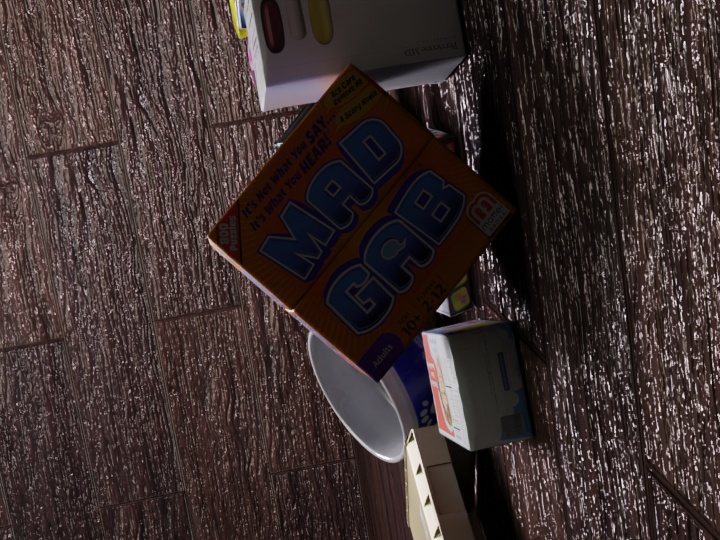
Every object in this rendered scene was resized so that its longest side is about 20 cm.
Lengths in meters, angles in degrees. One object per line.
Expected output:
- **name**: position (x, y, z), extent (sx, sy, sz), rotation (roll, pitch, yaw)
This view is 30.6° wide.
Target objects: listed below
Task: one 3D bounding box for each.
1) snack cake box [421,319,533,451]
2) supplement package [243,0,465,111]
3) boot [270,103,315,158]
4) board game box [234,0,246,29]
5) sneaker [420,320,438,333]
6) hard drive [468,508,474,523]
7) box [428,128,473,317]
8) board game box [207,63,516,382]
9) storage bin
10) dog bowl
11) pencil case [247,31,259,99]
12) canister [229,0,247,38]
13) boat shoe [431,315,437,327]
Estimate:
- **snack cake box**: position (0.116, 0.114, 1.351), extent (0.200, 0.066, 0.116), rotation (164, 94, -85)
- **supplement package**: position (-0.010, -0.238, 1.317), extent (0.156, 0.198, 0.112), rotation (163, 96, -84)
- **boot**: position (-0.036, -0.206, 1.695), extent (0.169, 0.076, 0.200), rotation (-59, 7, -29)
- **board game box**: position (-0.051, -0.335, 1.566), extent (0.127, 0.198, 0.035), rotation (94, 176, -65)
- **sneaker**: position (0.028, 0.056, 1.709), extent (0.088, 0.075, 0.201), rotation (-38, 81, 50)
- **hard drive**: position (0.126, 0.318, 1.782), extent (0.140, 0.033, 0.202), rotation (88, 170, -57)
- **box**: position (0.070, -0.059, 1.459), extent (0.110, 0.034, 0.202), rotation (23, 126, 54)
- **board game box**: position (-0.006, -0.040, 1.244), extent (0.199, 0.200, 0.200), rotation (40, 176, -3)
- **storage bin**: position (0.118, 0.313, 1.558), extent (0.201, 0.093, 0.200), rotation (-105, 8, -45)
- **dog bowl**: position (0.023, 0.135, 1.650), extent (0.200, 0.078, 0.201), rotation (44, 152, 30)
- **pencil case**: position (-0.035, -0.262, 1.533), extent (0.087, 0.198, 0.088), rotation (165, 90, -87)
- **canister**: position (-0.070, -0.367, 1.706), extent (0.149, 0.198, 0.087), rotation (-114, 15, -67)
- **boat shoe**: position (0.057, 0.045, 1.813), extent (0.200, 0.067, 0.073), rotation (-114, 18, -59)
